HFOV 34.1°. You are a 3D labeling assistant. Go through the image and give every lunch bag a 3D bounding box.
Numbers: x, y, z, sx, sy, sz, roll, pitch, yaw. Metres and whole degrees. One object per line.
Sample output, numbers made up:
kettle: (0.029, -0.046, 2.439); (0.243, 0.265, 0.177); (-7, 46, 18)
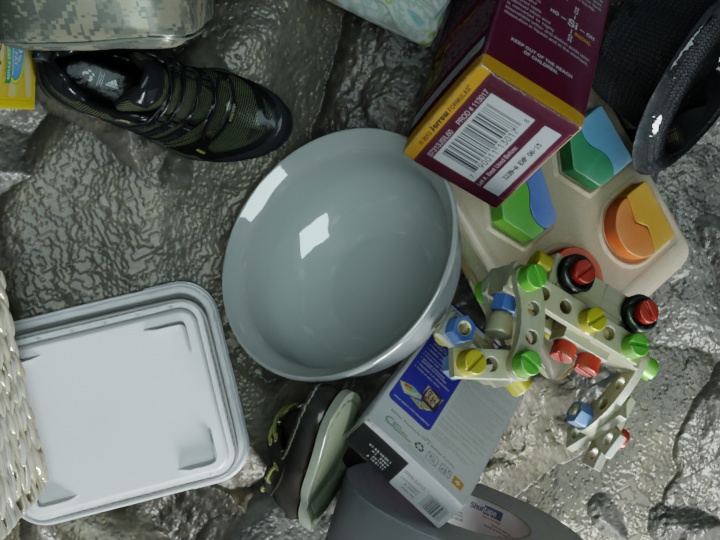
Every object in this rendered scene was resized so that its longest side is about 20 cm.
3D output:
lunch bag: (-0.177, -0.243, 0.805); (0.139, 0.200, 0.169); (0, 106, 1)

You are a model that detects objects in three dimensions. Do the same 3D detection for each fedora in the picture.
fedora: (0.247, -0.175, 0.923); (0.091, 0.201, 0.201); (35, 92, 21)

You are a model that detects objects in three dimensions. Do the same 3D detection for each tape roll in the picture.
tape roll: (0.074, 0.216, 0.913); (0.199, 0.200, 0.066); (16, 94, -11)

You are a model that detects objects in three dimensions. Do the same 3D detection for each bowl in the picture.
bowl: (0.000, 0.000, 0.903); (0.201, 0.201, 0.090); (-52, 143, 1)

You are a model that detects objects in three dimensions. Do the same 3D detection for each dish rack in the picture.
dish rack: (-0.197, 0.111, 0.934); (0.199, 0.044, 0.172); (-13, 100, -6)

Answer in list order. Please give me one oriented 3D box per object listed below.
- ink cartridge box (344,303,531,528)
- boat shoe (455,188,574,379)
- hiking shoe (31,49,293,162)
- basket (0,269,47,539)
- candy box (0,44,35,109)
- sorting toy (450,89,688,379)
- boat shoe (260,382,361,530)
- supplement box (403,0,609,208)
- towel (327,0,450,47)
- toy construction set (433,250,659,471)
ink cartridge box: (0.066, 0.105, 0.909); (0.095, 0.200, 0.037); (42, 124, 1)
boat shoe: (0.117, 0.002, 0.967); (0.073, 0.063, 0.201); (-44, 111, -26)
hiking shoe: (-0.146, -0.124, 0.878); (0.199, 0.101, 0.076); (12, 97, -11)
basket: (-0.346, 0.105, 0.827); (0.199, 0.161, 0.199); (-8, 100, 8)
candy box: (-0.263, -0.217, 0.845); (0.026, 0.102, 0.201); (5, 98, 8)
sorting toy: (0.173, -0.042, 0.942); (0.185, 0.036, 0.201); (-37, 105, -27)
boat shoe: (-0.045, 0.137, 0.894); (0.060, 0.202, 0.072); (31, 59, 12)
supplement box: (0.113, -0.162, 0.859); (0.085, 0.110, 0.201); (29, 52, -13)
towel: (0.016, -0.290, 0.865); (0.171, 0.048, 0.201); (28, 115, 4)
toy construction set: (0.149, 0.063, 0.864); (0.200, 0.092, 0.132); (37, 64, -31)
